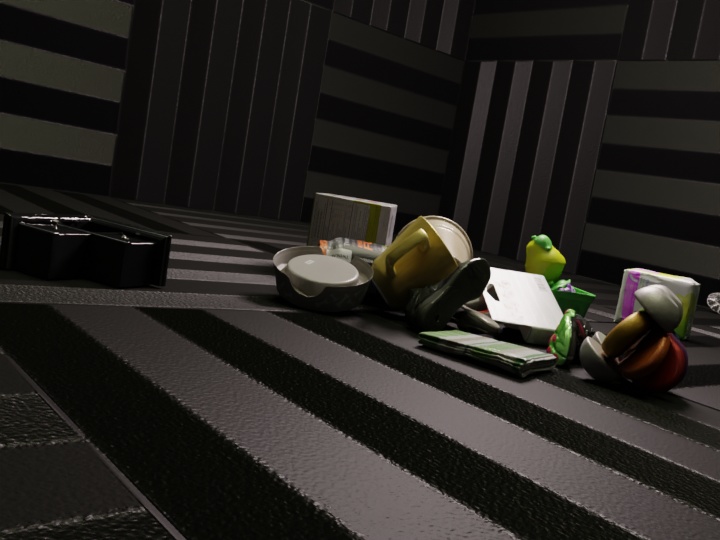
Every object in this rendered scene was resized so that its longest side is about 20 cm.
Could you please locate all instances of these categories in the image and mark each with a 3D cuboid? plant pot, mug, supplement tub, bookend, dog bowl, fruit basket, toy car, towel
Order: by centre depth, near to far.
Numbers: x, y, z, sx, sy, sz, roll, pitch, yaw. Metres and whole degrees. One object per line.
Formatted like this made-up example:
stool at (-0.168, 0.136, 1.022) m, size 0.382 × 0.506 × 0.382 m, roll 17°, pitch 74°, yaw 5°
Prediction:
toy car at (0.469, 0.128, 1.259) m, size 0.151 × 0.176 × 0.199 m, roll 49°, pitch 21°, yaw 18°
towel at (0.210, 0.135, 1.271) m, size 0.196 × 0.032 × 0.148 m, roll 12°, pitch 4°, yaw 35°
bookend at (-0.463, -0.033, 1.303) m, size 0.194 × 0.095 × 0.199 m, roll 14°, pitch 8°, yaw 25°
dog bowl at (-0.075, 0.016, 1.480) m, size 0.194 × 0.060 × 0.201 m, roll 8°, pitch 21°, yaw -3°
mug at (0.092, -0.014, 1.512) m, size 0.188 × 0.151 × 0.150 m, roll 58°, pitch -2°, yaw -37°
supplement tub at (0.000, 0.000, 1.634) m, size 0.194 × 0.126 × 0.123 m, roll 9°, pitch 6°, yaw -9°
plant pot at (0.167, -0.001, 1.716) m, size 0.195 × 0.206 × 0.184 m, roll 10°, pitch 17°, yaw -3°
fruit basket at (0.457, 0.023, 1.829) m, size 0.151 × 0.222 × 0.216 m, roll 9°, pitch 6°, yaw -8°

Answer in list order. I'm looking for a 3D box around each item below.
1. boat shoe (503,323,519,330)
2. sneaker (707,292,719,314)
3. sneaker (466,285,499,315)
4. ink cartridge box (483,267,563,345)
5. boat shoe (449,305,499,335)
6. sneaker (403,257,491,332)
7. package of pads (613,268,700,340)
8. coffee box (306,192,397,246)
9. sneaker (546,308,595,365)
boat shoe at (0.366, 0.092, 1.661) m, size 0.070 × 0.072 × 0.198 m, roll 14°, pitch 7°, yaw 32°
sneaker at (1.449, 0.150, 3.004) m, size 0.195 × 0.083 × 0.083 m, roll 21°, pitch -6°, yaw 6°
sneaker at (0.295, 0.049, 1.734) m, size 0.195 × 0.084 × 0.077 m, roll -11°, pitch 11°, yaw -15°
ink cartridge box at (0.320, 0.070, 1.564) m, size 0.169 × 0.044 × 0.202 m, roll 8°, pitch 33°, yaw -11°
boat shoe at (0.198, 0.098, 1.478) m, size 0.066 × 0.058 × 0.199 m, roll 22°, pitch 5°, yaw -28°
sneaker at (0.155, 0.040, 1.445) m, size 0.199 × 0.077 × 0.113 m, roll -42°, pitch 24°, yaw -23°
package of pads at (0.789, 0.083, 2.043) m, size 0.197 × 0.159 × 0.067 m, roll 15°, pitch 8°, yaw 38°
coffee box at (-0.023, -0.078, 1.915) m, size 0.192 × 0.206 × 0.200 m, roll 10°, pitch 6°, yaw 6°
sneaker at (0.391, 0.124, 1.387) m, size 0.083 × 0.078 × 0.199 m, roll 30°, pitch 24°, yaw 14°
